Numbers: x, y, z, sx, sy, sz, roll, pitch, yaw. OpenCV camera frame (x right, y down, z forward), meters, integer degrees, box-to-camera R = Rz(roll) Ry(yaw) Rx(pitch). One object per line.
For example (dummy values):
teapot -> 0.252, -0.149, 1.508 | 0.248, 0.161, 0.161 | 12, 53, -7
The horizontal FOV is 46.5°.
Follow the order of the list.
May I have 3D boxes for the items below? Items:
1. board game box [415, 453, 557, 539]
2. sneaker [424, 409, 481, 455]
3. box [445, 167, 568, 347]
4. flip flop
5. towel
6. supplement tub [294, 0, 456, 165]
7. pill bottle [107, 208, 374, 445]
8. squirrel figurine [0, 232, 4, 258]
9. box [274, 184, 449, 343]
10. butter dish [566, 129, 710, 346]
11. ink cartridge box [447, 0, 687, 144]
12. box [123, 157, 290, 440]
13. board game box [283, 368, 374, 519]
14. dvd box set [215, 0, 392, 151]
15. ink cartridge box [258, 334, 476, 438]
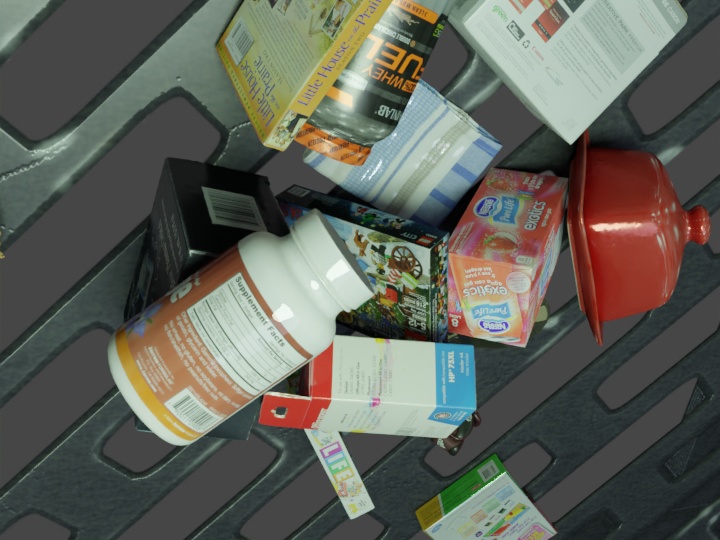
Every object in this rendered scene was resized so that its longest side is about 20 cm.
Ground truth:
board game box -> 0.196, 0.386, 1.285 | 0.153, 0.040, 0.200 | -36, 126, 4
sneaker -> 0.071, 0.183, 1.040 | 0.199, 0.116, 0.076 | -8, 142, -30
box -> 0.160, -0.020, 0.915 | 0.094, 0.200, 0.103 | 10, 126, 19
flip flop -> 0.140, 0.065, 1.060 | 0.198, 0.058, 0.081 | -17, 131, 8
towel -> 0.049, -0.131, 0.919 | 0.199, 0.024, 0.147 | 30, 108, -33
supplement tub -> 0.003, -0.209, 0.783 | 0.122, 0.123, 0.201 | 16, 109, -28
pill bottle -> -0.093, 0.041, 0.675 | 0.199, 0.112, 0.112 | -35, 126, 4
squirrel figurine -> -0.422, 0.006, 0.735 | 0.188, 0.141, 0.200 | -67, 154, -11
box -> 0.000, 0.000, 0.883 | 0.038, 0.199, 0.138 | -37, 135, -42
butter dish -> 0.316, -0.046, 0.946 | 0.147, 0.200, 0.201 | -4, 128, 20
ink cartridge box -> 0.207, -0.264, 0.857 | 0.176, 0.084, 0.200 | -45, 125, 11
box -> -0.153, 0.025, 0.832 | 0.117, 0.197, 0.201 | 9, 117, -24
board game box -> -0.046, 0.186, 1.011 | 0.034, 0.135, 0.201 | -24, 126, -4
dvd box set -> -0.046, -0.225, 0.725 | 0.029, 0.147, 0.200 | 11, 129, -43
ink cartridge box -> 0.003, 0.115, 0.827 | 0.198, 0.068, 0.116 | 6, 155, -8
